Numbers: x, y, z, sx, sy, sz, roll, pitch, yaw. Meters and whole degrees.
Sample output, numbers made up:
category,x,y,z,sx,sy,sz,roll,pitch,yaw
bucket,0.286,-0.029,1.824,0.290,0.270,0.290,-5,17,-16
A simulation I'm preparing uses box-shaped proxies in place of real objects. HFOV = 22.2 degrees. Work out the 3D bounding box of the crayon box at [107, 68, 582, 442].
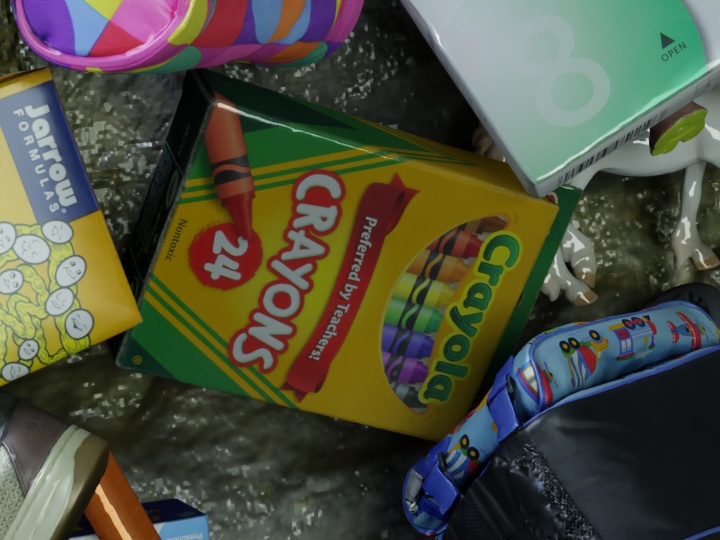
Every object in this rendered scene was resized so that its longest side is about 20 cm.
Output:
category,x,y,z,sx,sy,sz,roll,pitch,yaw
crayon box,0.000,0.000,0.814,0.199,0.051,0.128,14,109,-23

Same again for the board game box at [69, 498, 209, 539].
category,x,y,z,sx,sy,sz,roll,pitch,yaw
board game box,-0.160,0.181,0.782,0.199,0.045,0.135,-7,96,-24

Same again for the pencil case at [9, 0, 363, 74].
category,x,y,z,sx,sy,sz,roll,pitch,yaw
pencil case,-0.066,-0.120,0.734,0.200,0.088,0.089,-14,103,-68

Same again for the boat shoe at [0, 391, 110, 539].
category,x,y,z,sx,sy,sz,roll,pitch,yaw
boat shoe,-0.172,0.138,0.716,0.065,0.073,0.201,33,87,3

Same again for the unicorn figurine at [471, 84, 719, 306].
category,x,y,z,sx,sy,sz,roll,pitch,yaw
unicorn figurine,0.144,-0.063,0.890,0.199,0.074,0.138,-13,99,-24

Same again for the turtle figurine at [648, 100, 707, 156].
category,x,y,z,sx,sy,sz,roll,pitch,yaw
turtle figurine,0.126,-0.143,0.847,0.199,0.064,0.162,-30,72,-26

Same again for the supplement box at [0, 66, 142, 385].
category,x,y,z,sx,sy,sz,roll,pitch,yaw
supplement box,-0.205,0.006,0.714,0.199,0.109,0.109,-24,103,-22

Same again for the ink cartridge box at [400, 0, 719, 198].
category,x,y,z,sx,sy,sz,roll,pitch,yaw
ink cartridge box,0.087,-0.156,0.791,0.160,0.050,0.201,-33,83,-1

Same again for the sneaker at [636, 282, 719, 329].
category,x,y,z,sx,sy,sz,roll,pitch,yaw
sneaker,0.175,0.105,0.933,0.083,0.071,0.202,-8,98,-48

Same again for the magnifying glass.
category,x,y,z,sx,sy,sz,roll,pitch,yaw
magnifying glass,-0.067,0.167,0.770,0.022,0.080,0.201,-24,98,23

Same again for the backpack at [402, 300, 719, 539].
category,x,y,z,sx,sy,sz,roll,pitch,yaw
backpack,0.097,0.129,0.835,0.182,0.200,0.135,-14,59,-43
